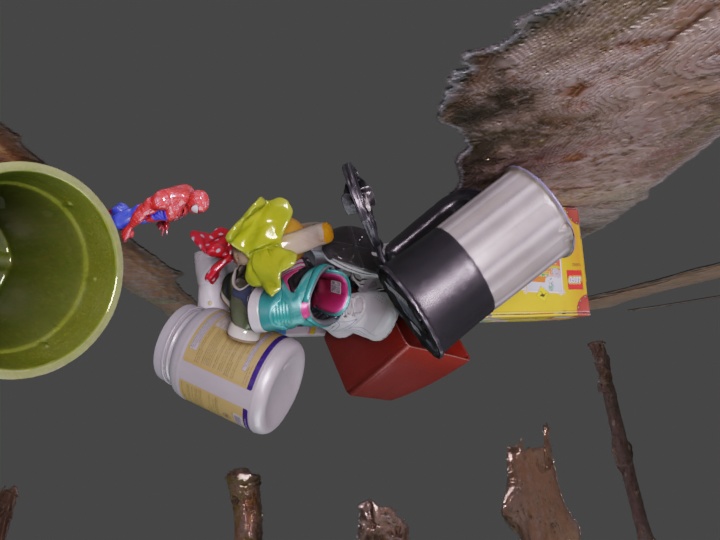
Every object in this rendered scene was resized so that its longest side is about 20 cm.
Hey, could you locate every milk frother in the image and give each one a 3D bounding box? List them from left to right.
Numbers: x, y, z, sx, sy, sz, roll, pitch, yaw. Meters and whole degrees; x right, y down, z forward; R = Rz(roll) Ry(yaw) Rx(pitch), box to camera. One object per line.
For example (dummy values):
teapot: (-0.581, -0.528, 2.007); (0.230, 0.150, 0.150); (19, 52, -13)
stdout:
milk frother: (0.094, -0.052, 0.620); (0.186, 0.181, 0.202); (-36, 140, -8)

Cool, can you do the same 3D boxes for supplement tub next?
supplement tub: (-0.199, 0.145, 0.898); (0.195, 0.149, 0.145); (20, 177, 17)

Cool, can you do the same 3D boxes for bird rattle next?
bird rattle: (-0.123, -0.026, 0.780); (0.160, 0.116, 0.198); (-17, -178, -31)

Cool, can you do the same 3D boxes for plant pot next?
plant pot: (-0.388, -0.006, 0.611); (0.186, 0.207, 0.198); (5, 176, 34)
plant pot: (0.048, 0.127, 1.087); (0.197, 0.203, 0.176); (19, 124, -45)

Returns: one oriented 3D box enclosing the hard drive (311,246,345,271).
hard drive: (-0.067, -0.020, 1.024); (0.128, 0.028, 0.199); (1, 169, -26)

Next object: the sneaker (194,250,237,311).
sneaker: (-0.257, 0.040, 1.047); (0.071, 0.119, 0.200); (-4, 171, -3)

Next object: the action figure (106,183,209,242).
action figure: (-0.242, -0.061, 0.655); (0.196, 0.053, 0.065); (-12, -172, 31)

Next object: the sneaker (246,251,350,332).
sneaker: (-0.066, 0.018, 0.812); (0.117, 0.086, 0.201); (-2, -154, 16)

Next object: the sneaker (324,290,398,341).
sneaker: (-0.017, 0.069, 0.940); (0.086, 0.077, 0.197); (23, 155, -36)

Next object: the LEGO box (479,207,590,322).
LEGO box: (0.210, -0.008, 0.815); (0.194, 0.154, 0.077); (1, 170, -20)

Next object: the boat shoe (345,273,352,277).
boat shoe: (-0.003, 0.038, 1.152); (0.194, 0.074, 0.068); (-3, -154, -21)

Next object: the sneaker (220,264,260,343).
sneaker: (-0.168, 0.024, 0.884); (0.065, 0.092, 0.201); (12, -162, -19)

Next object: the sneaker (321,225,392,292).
sneaker: (0.000, 0.000, 0.909); (0.197, 0.077, 0.115); (9, 144, -42)

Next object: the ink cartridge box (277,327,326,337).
ink cartridge box: (-0.129, 0.071, 1.209); (0.196, 0.133, 0.124); (4, 170, -34)
